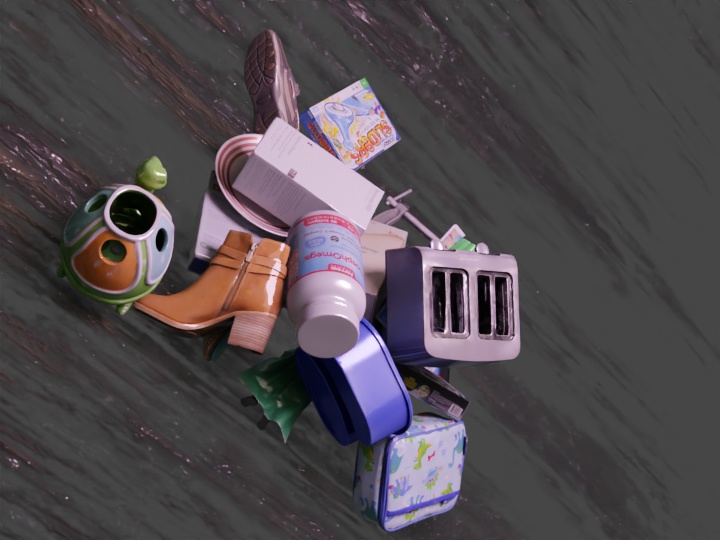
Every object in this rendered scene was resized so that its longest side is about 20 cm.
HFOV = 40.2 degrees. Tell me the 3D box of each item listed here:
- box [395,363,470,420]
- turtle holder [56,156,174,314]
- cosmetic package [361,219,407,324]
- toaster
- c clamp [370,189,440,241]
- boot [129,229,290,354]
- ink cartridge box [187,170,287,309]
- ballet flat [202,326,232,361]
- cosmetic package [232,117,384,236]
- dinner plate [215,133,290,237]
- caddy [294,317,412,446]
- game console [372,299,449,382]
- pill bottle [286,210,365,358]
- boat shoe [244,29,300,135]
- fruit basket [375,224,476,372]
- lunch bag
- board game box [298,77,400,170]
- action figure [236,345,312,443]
[{"bbox_3d":[0.064,0.158,1.558,0.199,0.137,0.040,31,91,-22],"label":"box"},{"bbox_3d":[-0.292,-0.049,1.257,0.141,0.132,0.185,47,50,6],"label":"turtle holder"},{"bbox_3d":[0.000,0.000,1.581,0.103,0.073,0.200,17,36,7],"label":"cosmetic package"},{"bbox_3d":[0.131,0.060,1.464,0.180,0.118,0.202,5,80,-28],"label":"toaster"},{"bbox_3d":[0.103,-0.063,1.768,0.170,0.027,0.200,-26,63,-42],"label":"c clamp"},{"bbox_3d":[-0.198,0.015,1.317,0.077,0.198,0.156,75,29,-74],"label":"boot"},{"bbox_3d":[-0.150,-0.041,1.456,0.198,0.041,0.201,23,38,-18],"label":"ink cartridge box"},{"bbox_3d":[-0.185,0.058,1.417,0.065,0.071,0.200,35,37,6],"label":"ballet flat"},{"bbox_3d":[-0.075,-0.120,1.460,0.199,0.081,0.113,32,40,-8],"label":"cosmetic package"},{"bbox_3d":[-0.132,-0.126,1.501,0.199,0.024,0.201,21,44,-21],"label":"dinner plate"},{"bbox_3d":[-0.003,0.155,1.403,0.105,0.141,0.201,-29,98,-31],"label":"caddy"},{"bbox_3d":[0.119,0.105,1.685,0.199,0.176,0.117,30,21,-36],"label":"game console"},{"bbox_3d":[-0.048,0.019,1.341,0.109,0.109,0.201,35,30,-31],"label":"pill bottle"},{"bbox_3d":[-0.144,-0.301,1.649,0.073,0.074,0.202,12,70,-56],"label":"boat shoe"},{"bbox_3d":[0.138,0.052,1.617,0.200,0.094,0.185,-52,130,-12],"label":"fruit basket"},{"bbox_3d":[0.079,0.309,1.519,0.199,0.082,0.162,0,101,-48],"label":"lunch bag"},{"bbox_3d":[-0.017,-0.258,1.787,0.136,0.034,0.200,58,39,-8],"label":"board game box"},{"bbox_3d":[-0.094,0.157,1.460,0.200,0.055,0.119,-38,98,-47],"label":"action figure"}]
